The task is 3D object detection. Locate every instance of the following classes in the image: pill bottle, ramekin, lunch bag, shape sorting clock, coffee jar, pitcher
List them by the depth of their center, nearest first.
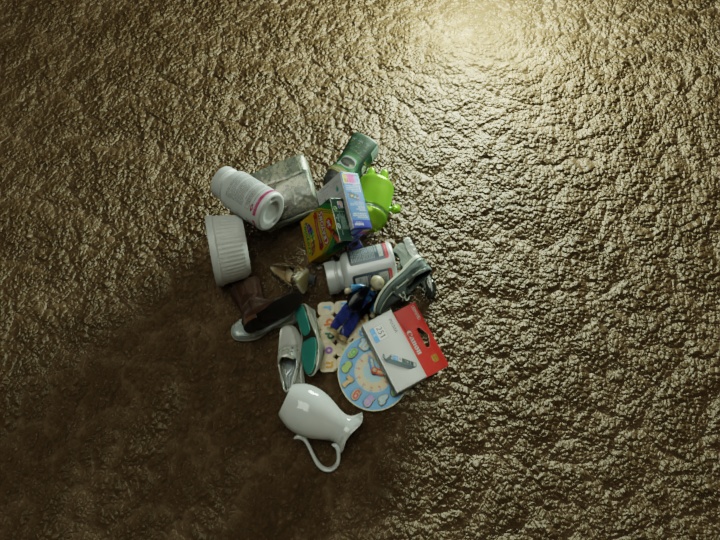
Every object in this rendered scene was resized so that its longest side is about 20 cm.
[{"bbox_3d":[-0.114,0.393,1.473,0.196,0.121,0.175,27,83,-2],"label":"pitcher"},{"bbox_3d":[0.036,0.268,1.554,0.194,0.039,0.206,1,68,-2],"label":"shape sorting clock"},{"bbox_3d":[0.000,0.000,1.651,0.194,0.120,0.122,-12,63,-2],"label":"pill bottle"},{"bbox_3d":[-0.321,-0.208,1.651,0.198,0.114,0.114,32,70,22],"label":"pill bottle"},{"bbox_3d":[-0.375,-0.062,1.669,0.102,0.202,0.205,-10,63,-11],"label":"ramekin"},{"bbox_3d":[-0.225,-0.221,1.762,0.195,0.140,0.171,-19,66,-3],"label":"lunch bag"},{"bbox_3d":[-0.030,-0.327,1.830,0.103,0.086,0.202,28,68,13],"label":"coffee jar"}]

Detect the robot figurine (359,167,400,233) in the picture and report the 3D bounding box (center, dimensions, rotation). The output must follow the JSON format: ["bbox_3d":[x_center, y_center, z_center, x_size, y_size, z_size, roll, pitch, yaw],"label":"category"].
[{"bbox_3d":[0.035,-0.204,1.749,0.170,0.116,0.205,9,65,9],"label":"robot figurine"}]

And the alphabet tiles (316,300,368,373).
[{"bbox_3d":[-0.069,0.182,1.626,0.190,0.015,0.205,-5,64,2],"label":"alphabet tiles"}]

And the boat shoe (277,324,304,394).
[{"bbox_3d":[-0.190,0.234,1.572,0.069,0.069,0.205,-19,62,13],"label":"boat shoe"}]

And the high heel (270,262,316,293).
[{"bbox_3d":[-0.209,0.013,1.626,0.139,0.200,0.073,15,92,8],"label":"high heel"}]

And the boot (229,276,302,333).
[{"bbox_3d":[-0.268,0.065,1.629,0.183,0.065,0.201,-27,36,-7],"label":"boot"}]

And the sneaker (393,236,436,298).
[{"bbox_3d":[0.155,0.001,1.674,0.078,0.074,0.203,-30,60,2],"label":"sneaker"}]

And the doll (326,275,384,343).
[{"bbox_3d":[-0.004,0.098,1.590,0.202,0.136,0.048,-53,36,0],"label":"doll"}]

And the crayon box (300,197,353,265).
[{"bbox_3d":[-0.107,-0.104,1.659,0.050,0.199,0.130,-4,72,-37],"label":"crayon box"}]

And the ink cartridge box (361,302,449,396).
[{"bbox_3d":[0.120,0.198,1.548,0.173,0.045,0.203,-25,72,-15],"label":"ink cartridge box"}]

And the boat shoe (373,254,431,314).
[{"bbox_3d":[0.114,0.049,1.594,0.062,0.073,0.200,39,83,27],"label":"boat shoe"}]

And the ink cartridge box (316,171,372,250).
[{"bbox_3d":[-0.045,-0.157,1.674,0.075,0.136,0.205,-2,72,-37],"label":"ink cartridge box"}]

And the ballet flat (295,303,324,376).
[{"bbox_3d":[-0.128,0.186,1.586,0.067,0.070,0.205,-12,65,-2],"label":"ballet flat"}]

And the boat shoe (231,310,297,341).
[{"bbox_3d":[-0.269,0.138,1.632,0.197,0.065,0.076,-15,63,-3],"label":"boat shoe"}]
